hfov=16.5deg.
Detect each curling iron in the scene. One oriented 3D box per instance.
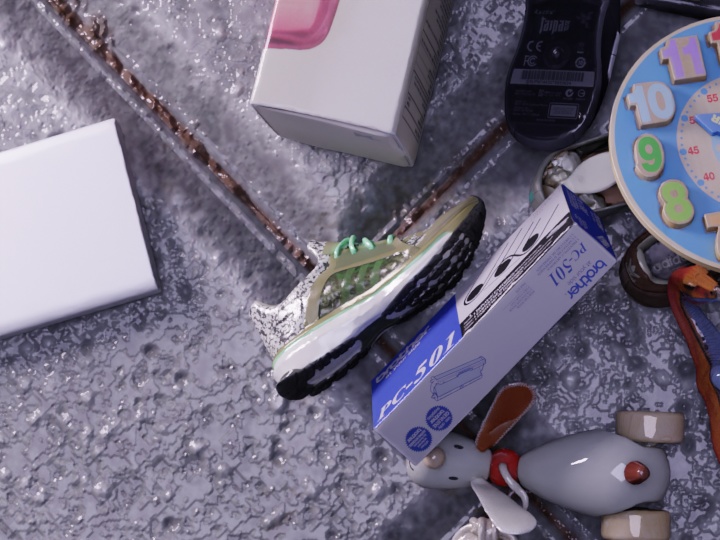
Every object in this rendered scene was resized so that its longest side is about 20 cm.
[{"bbox_3d":[0.292,-0.171,1.773,0.199,0.026,0.050,19,82,10],"label":"curling iron"}]

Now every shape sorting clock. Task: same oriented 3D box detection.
[{"bbox_3d":[0.269,-0.088,1.696,0.198,0.039,0.201,0,62,0],"label":"shape sorting clock"}]

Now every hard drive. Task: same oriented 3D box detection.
[{"bbox_3d":[-0.257,-0.020,1.823,0.199,0.027,0.133,-16,80,5],"label":"hard drive"}]

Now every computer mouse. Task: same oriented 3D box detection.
[{"bbox_3d":[0.179,-0.177,1.773,0.139,0.046,0.201,-1,73,23],"label":"computer mouse"}]

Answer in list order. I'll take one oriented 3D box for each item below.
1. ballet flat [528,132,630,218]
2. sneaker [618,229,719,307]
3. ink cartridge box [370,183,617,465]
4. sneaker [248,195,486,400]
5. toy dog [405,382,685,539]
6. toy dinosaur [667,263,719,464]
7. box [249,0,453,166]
[{"bbox_3d":[0.215,-0.079,1.752,0.199,0.064,0.068,-20,80,4],"label":"ballet flat"},{"bbox_3d":[0.276,-0.027,1.730,0.199,0.076,0.071,-27,80,3],"label":"sneaker"},{"bbox_3d":[0.090,0.037,1.712,0.044,0.094,0.200,40,104,-13],"label":"ink cartridge box"},{"bbox_3d":[0.000,0.000,1.768,0.200,0.077,0.089,-38,71,-1],"label":"sneaker"},{"bbox_3d":[0.133,0.141,1.715,0.199,0.096,0.133,-17,80,5],"label":"toy dog"},{"bbox_3d":[0.258,0.090,1.692,0.181,0.105,0.200,40,89,3],"label":"toy dinosaur"},{"bbox_3d":[0.004,-0.190,1.761,0.108,0.128,0.201,13,84,9],"label":"box"}]
